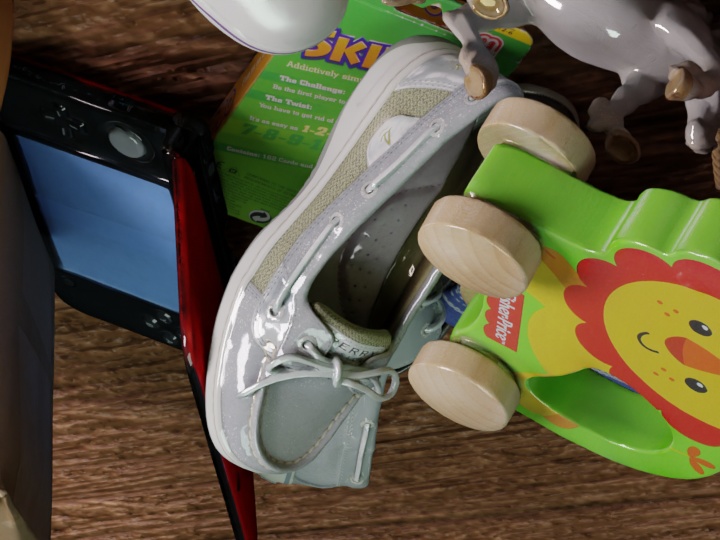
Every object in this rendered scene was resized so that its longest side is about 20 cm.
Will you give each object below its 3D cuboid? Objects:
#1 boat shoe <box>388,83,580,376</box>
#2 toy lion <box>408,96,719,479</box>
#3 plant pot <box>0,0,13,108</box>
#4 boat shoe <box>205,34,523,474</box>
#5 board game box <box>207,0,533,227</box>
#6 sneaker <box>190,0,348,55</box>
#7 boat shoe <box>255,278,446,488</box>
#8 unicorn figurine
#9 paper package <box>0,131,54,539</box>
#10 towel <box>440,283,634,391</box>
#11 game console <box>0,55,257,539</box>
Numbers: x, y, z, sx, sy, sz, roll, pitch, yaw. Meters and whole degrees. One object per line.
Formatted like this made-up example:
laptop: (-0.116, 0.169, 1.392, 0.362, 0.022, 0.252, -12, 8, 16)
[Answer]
boat shoe: (0.049, -0.013, 1.164, 0.067, 0.057, 0.200, 18, 145, -14)
toy lion: (0.118, 0.028, 0.956, 0.191, 0.069, 0.200, 28, 155, 12)
plant pot: (-0.233, -0.094, 1.007, 0.139, 0.201, 0.200, 10, 150, -32)
boat shoe: (0.002, 0.000, 1.033, 0.074, 0.203, 0.065, 27, -174, -39)
board game box: (-0.005, -0.075, 1.113, 0.095, 0.030, 0.200, 20, 147, -17)
sneaker: (-0.045, -0.154, 0.800, 0.072, 0.114, 0.201, -23, 113, -6)
boat shoe: (0.003, 0.019, 1.134, 0.071, 0.070, 0.202, 12, 124, -7)
unicorn figurine: (0.100, -0.093, 0.998, 0.200, 0.138, 0.074, 43, 117, -11)
paper package: (-0.239, 0.050, 1.124, 0.189, 0.201, 0.104, -7, 143, 4)
towel: (0.125, 0.017, 1.085, 0.144, 0.024, 0.200, 22, 162, -12)
game console: (-0.112, 0.020, 1.157, 0.172, 0.119, 0.200, 19, 149, 19)
